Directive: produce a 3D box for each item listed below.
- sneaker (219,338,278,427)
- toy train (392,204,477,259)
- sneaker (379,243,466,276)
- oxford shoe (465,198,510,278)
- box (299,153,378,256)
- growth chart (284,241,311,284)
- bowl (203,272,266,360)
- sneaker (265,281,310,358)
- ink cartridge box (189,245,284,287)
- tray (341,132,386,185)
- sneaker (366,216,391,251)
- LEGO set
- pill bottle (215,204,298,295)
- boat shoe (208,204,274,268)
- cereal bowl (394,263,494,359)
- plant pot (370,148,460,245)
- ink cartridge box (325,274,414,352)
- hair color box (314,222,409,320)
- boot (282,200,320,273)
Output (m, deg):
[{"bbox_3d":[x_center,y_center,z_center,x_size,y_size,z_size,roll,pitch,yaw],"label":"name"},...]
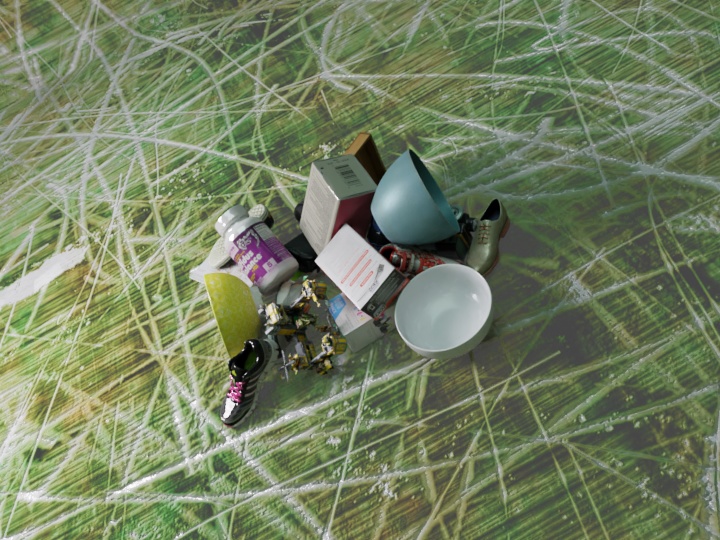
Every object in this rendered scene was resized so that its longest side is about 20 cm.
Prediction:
[{"bbox_3d":[-0.247,0.226,1.555,0.073,0.087,0.202,24,84,35],"label":"sneaker"},{"bbox_3d":[0.163,-0.084,1.676,0.198,0.085,0.115,4,61,31],"label":"toy train"},{"bbox_3d":[0.130,-0.005,1.576,0.200,0.068,0.107,28,20,35],"label":"sneaker"},{"bbox_3d":[0.265,-0.068,1.607,0.070,0.074,0.202,3,51,28],"label":"oxford shoe"},{"bbox_3d":[-0.050,-0.138,1.673,0.108,0.201,0.128,-17,55,-28],"label":"box"},{"bbox_3d":[-0.191,-0.014,1.835,0.198,0.018,0.145,21,60,39],"label":"growth chart"},{"bbox_3d":[-0.267,0.090,1.656,0.106,0.202,0.201,-18,41,-10],"label":"bowl"},{"bbox_3d":[-0.157,0.105,1.664,0.078,0.074,0.202,-1,49,18],"label":"sneaker"},{"bbox_3d":[-0.296,-0.009,1.836,0.198,0.044,0.174,17,58,36],"label":"ink cartridge box"},{"bbox_3d":[0.020,-0.218,1.784,0.037,0.201,0.099,14,56,35],"label":"tray"},{"bbox_3d":[0.046,-0.103,1.732,0.069,0.079,0.200,18,24,0],"label":"sneaker"},{"bbox_3d":[-0.127,0.117,1.537,0.153,0.115,0.203,-31,65,37],"label":"LEGO set"},{"bbox_3d":[-0.243,-0.050,1.721,0.112,0.112,0.200,-39,81,-13],"label":"pill bottle"},{"bbox_3d":[-0.288,-0.074,1.823,0.200,0.062,0.075,-44,49,2],"label":"boat shoe"},{"bbox_3d":[0.172,0.091,1.487,0.197,0.084,0.202,-12,53,16],"label":"cereal bowl"},{"bbox_3d":[0.101,-0.132,1.567,0.134,0.200,0.201,-32,41,15],"label":"plant pot"},{"bbox_3d":[0.039,0.071,1.595,0.198,0.068,0.115,-31,43,-3],"label":"ink cartridge box"},{"bbox_3d":[0.000,0.000,1.565,0.111,0.064,0.200,-50,44,5],"label":"hair color box"},{"bbox_3d":[-0.131,-0.081,1.803,0.197,0.074,0.162,28,53,31],"label":"boot"}]
